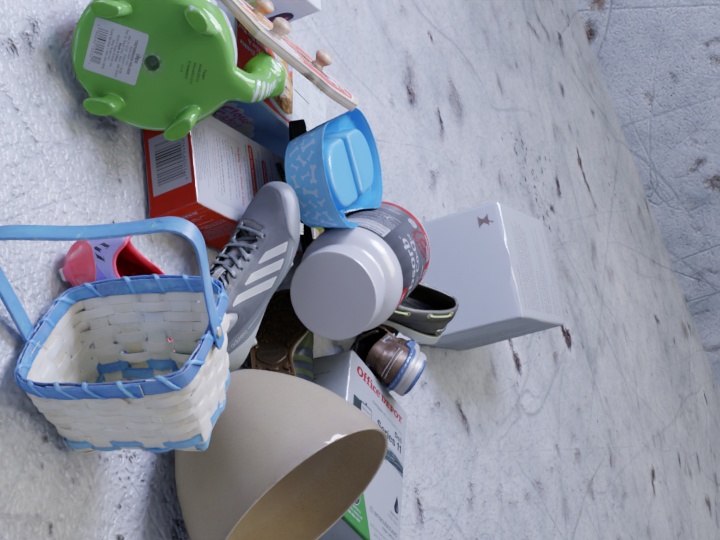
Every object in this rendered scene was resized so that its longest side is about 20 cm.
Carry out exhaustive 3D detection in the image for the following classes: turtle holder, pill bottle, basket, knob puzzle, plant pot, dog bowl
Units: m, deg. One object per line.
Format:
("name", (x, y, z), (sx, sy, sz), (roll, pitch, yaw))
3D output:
("turtle holder", (-0.171, -0.211, 1.153), (0.132, 0.184, 0.142), (-92, 171, -64))
("pill bottle", (0.000, 0.000, 1.336), (0.117, 0.115, 0.200), (70, 21, -10))
("basket", (-0.193, 0.046, 0.974), (0.140, 0.175, 0.201), (-77, 162, -47))
("knob puzzle", (-0.065, -0.233, 1.277), (0.219, 0.030, 0.220), (40, 9, -7))
("plant pot", (-0.092, 0.169, 1.128), (0.135, 0.201, 0.200), (46, 14, 24))
("dog bowl", (-0.028, -0.106, 1.313), (0.200, 0.049, 0.112), (-48, 125, -69))

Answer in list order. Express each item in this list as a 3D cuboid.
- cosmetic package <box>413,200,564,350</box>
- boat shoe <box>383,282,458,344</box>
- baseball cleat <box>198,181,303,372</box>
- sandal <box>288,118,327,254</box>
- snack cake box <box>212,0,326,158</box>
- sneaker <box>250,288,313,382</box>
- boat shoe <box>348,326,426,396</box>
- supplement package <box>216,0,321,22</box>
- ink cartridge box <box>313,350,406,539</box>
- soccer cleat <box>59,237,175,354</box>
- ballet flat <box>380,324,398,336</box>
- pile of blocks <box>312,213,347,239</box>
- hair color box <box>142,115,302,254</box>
("cosmetic package", (0.173, 0.013, 1.768), (0.200, 0.165, 0.168), (14, 63, -63))
("boat shoe", (0.028, 0.029, 1.493), (0.201, 0.060, 0.072), (20, 34, -29))
("baseball cleat", (-0.120, 0.004, 1.191), (0.106, 0.069, 0.201), (19, 88, -56))
("sandal", (-0.051, -0.079, 1.400), (0.076, 0.048, 0.201), (-103, -172, -48))
("snack cake box", (-0.114, -0.204, 1.401), (0.200, 0.067, 0.116), (38, 44, -53))
("sneaker", (-0.082, 0.114, 1.305), (0.201, 0.067, 0.090), (-88, 174, -53))
("boat shoe", (0.027, 0.099, 1.468), (0.072, 0.072, 0.200), (34, -8, -5))
("supplement package", (-0.143, -0.385, 1.392), (0.200, 0.110, 0.157), (31, 49, -56))
("ink cartridge box", (-0.018, 0.210, 1.348), (0.147, 0.083, 0.201), (51, 33, -42))
("soccer cleat", (-0.185, 0.044, 1.096), (0.200, 0.076, 0.067), (57, 34, -31))
("ballet flat", (0.023, -0.002, 1.600), (0.072, 0.068, 0.201), (33, 48, -29))
("pile of blocks", (-0.017, -0.079, 1.541), (0.082, 0.062, 0.201), (55, 31, -37))
("hair color box", (-0.141, -0.084, 1.282), (0.200, 0.064, 0.112), (26, 51, -58))
